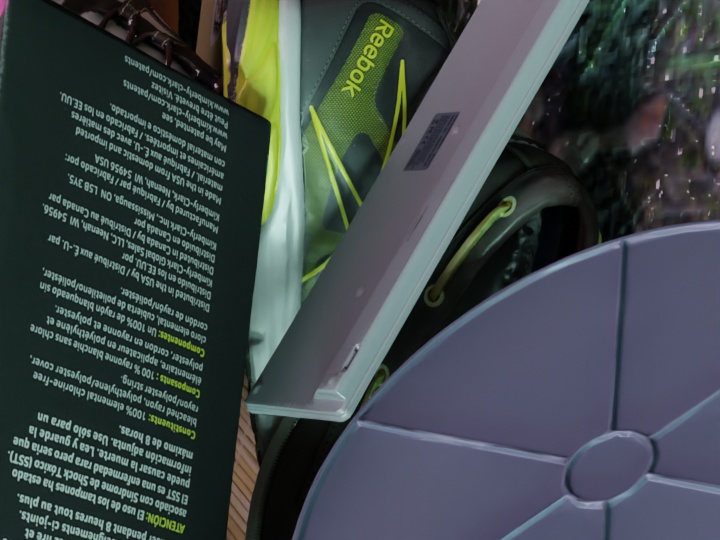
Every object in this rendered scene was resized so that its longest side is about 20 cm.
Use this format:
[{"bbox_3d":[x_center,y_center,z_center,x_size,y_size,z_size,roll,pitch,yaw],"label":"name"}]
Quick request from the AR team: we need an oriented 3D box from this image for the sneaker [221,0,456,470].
[{"bbox_3d":[0.000,0.000,0.895,0.075,0.084,0.201,-102,7,-69],"label":"sneaker"}]

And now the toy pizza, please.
[{"bbox_3d":[0.072,0.063,0.713,0.199,0.032,0.201,-21,35,15],"label":"toy pizza"}]

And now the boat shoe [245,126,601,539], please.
[{"bbox_3d":[0.018,0.053,0.853,0.061,0.071,0.202,41,115,58],"label":"boat shoe"}]

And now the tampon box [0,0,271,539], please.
[{"bbox_3d":[-0.129,0.036,0.809,0.149,0.126,0.201,-7,68,37],"label":"tampon box"}]

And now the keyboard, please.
[{"bbox_3d":[0.028,-0.039,0.824,0.056,0.011,0.201,-6,50,61],"label":"keyboard"}]

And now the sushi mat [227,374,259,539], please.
[{"bbox_3d":[-0.060,0.045,1.040,0.200,0.012,0.096,44,120,53],"label":"sushi mat"}]

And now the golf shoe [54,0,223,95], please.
[{"bbox_3d":[-0.084,-0.070,0.962,0.094,0.200,0.078,13,61,50],"label":"golf shoe"}]

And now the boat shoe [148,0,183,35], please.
[{"bbox_3d":[-0.094,-0.156,1.069,0.070,0.070,0.201,-113,36,-62],"label":"boat shoe"}]

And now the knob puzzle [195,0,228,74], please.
[{"bbox_3d":[-0.019,-0.170,0.994,0.220,0.030,0.221,-170,90,-75],"label":"knob puzzle"}]
